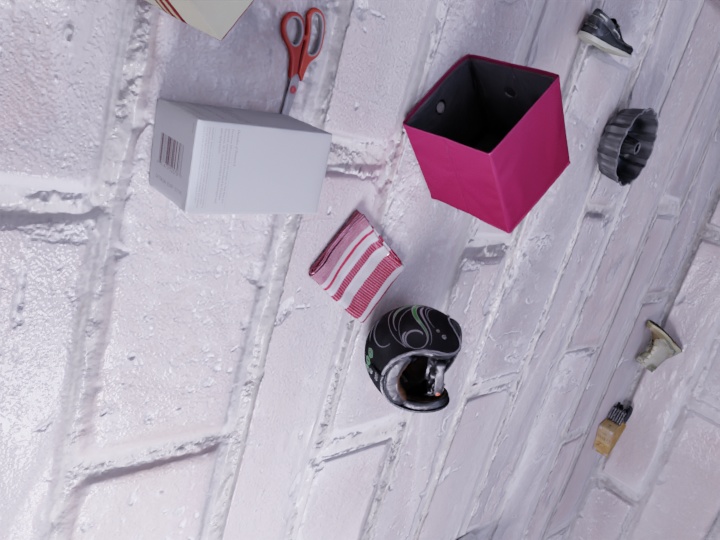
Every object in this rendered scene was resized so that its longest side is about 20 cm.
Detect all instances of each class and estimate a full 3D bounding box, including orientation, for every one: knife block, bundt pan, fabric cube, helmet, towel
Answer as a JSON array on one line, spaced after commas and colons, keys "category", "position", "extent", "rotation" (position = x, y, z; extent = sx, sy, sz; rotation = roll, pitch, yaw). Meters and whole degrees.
[{"category": "knife block", "position": [1.028, 0.633, 2.578], "extent": [0.175, 0.064, 0.201], "rotation": [-24, 128, -34]}, {"category": "bundt pan", "position": [0.674, -0.323, 1.630], "extent": [0.201, 0.076, 0.203], "rotation": [-25, 130, -34]}, {"category": "fabric cube", "position": [0.227, -0.227, 1.130], "extent": [0.196, 0.200, 0.200], "rotation": [-48, 141, -14]}, {"category": "helmet", "position": [0.106, 0.160, 1.240], "extent": [0.199, 0.191, 0.201], "rotation": [-1, 118, -2]}, {"category": "towel", "position": [0.000, 0.000, 1.164], "extent": [0.144, 0.023, 0.200], "rotation": [-52, 140, -8]}]

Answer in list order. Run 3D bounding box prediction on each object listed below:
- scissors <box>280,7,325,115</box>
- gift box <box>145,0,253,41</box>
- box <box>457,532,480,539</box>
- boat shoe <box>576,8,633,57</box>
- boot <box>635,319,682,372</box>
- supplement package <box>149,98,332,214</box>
[{"category": "scissors", "position": [-0.089, -0.271, 0.915], "extent": [0.073, 0.014, 0.201], "rotation": [-14, 122, -41]}, {"category": "gift box", "position": [-0.197, -0.368, 0.623], "extent": [0.185, 0.199, 0.187], "rotation": [-58, 156, -8]}, {"category": "box", "position": [0.320, 0.961, 1.952], "extent": [0.199, 0.171, 0.200], "rotation": [-4, 116, -44]}, {"category": "boat shoe", "position": [0.548, -0.511, 1.391], "extent": [0.199, 0.072, 0.068], "rotation": [3, 115, -45]}, {"category": "boot", "position": [1.123, 0.295, 2.460], "extent": [0.200, 0.072, 0.155], "rotation": [41, 109, -20]}, {"category": "supplement package", "position": [-0.155, -0.145, 0.836], "extent": [0.199, 0.117, 0.118], "rotation": [-4, 115, -41]}]
